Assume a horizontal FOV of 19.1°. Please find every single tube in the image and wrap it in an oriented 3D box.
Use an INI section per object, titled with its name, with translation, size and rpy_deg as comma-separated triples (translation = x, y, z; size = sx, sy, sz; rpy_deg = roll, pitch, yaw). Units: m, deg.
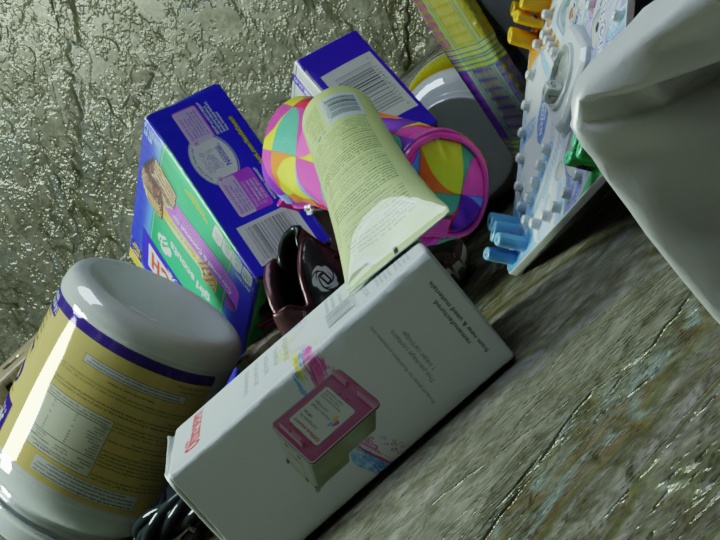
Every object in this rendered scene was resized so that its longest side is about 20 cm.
[tube]
translation = 0.004, -0.053, 1.320
size = 0.200, 0.051, 0.058
rpy_deg = -114, 31, -62

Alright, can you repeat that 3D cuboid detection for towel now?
[towel]
translation = 0.094, -0.146, 1.536
size = 0.023, 0.201, 0.144
rpy_deg = -34, 6, -7

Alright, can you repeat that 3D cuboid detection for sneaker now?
[sneaker]
translation = 0.000, 0.000, 1.502
size = 0.076, 0.116, 0.200
rpy_deg = -36, 9, 37

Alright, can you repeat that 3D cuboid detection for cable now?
[cable]
translation = -0.084, 0.127, 1.516
size = 0.163, 0.051, 0.200
rpy_deg = -43, 8, 36

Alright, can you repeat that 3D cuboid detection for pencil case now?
[pencil case]
translation = 0.006, -0.068, 1.478
size = 0.088, 0.089, 0.200
rpy_deg = -44, 27, -16

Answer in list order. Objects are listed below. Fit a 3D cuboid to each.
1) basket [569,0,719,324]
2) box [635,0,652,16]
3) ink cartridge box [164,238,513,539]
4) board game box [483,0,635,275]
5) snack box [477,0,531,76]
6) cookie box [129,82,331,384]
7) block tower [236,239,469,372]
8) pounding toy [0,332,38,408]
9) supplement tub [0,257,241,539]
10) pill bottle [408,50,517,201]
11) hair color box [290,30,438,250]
[basket]
translation = 0.187, -0.034, 0.419
size = 0.200, 0.199, 0.161
rpy_deg = -36, 5, 39
[box]
translation = 0.258, -0.238, 1.506
size = 0.200, 0.123, 0.199
rpy_deg = -41, 7, 25
[ink cartridge box]
translation = -0.016, 0.075, 1.272
size = 0.200, 0.085, 0.145
rpy_deg = -40, 7, 2
[board game box]
translation = 0.126, -0.123, 1.351
size = 0.200, 0.026, 0.201
rpy_deg = 126, 154, -66
[snack box]
translation = 0.123, -0.183, 1.592
size = 0.053, 0.200, 0.142
rpy_deg = -39, 7, -1
[cookie box]
translation = -0.108, -0.017, 1.697
size = 0.075, 0.172, 0.200
rpy_deg = -26, -25, -23
[block tower]
translation = -0.010, 0.030, 1.622
size = 0.200, 0.058, 0.054
rpy_deg = -43, 6, 2
[pounding toy]
translation = -0.262, 0.131, 1.851
size = 0.142, 0.184, 0.200
rpy_deg = -43, 7, -10
[supplement tub]
translation = -0.192, 0.108, 1.601
size = 0.201, 0.145, 0.145
rpy_deg = -62, 3, 13
[pill bottle]
translation = 0.086, -0.116, 1.743
size = 0.112, 0.113, 0.200
rpy_deg = -40, 7, 13
[hair color box]
translation = -0.005, -0.077, 1.668
size = 0.065, 0.109, 0.201
rpy_deg = -30, -27, -22
